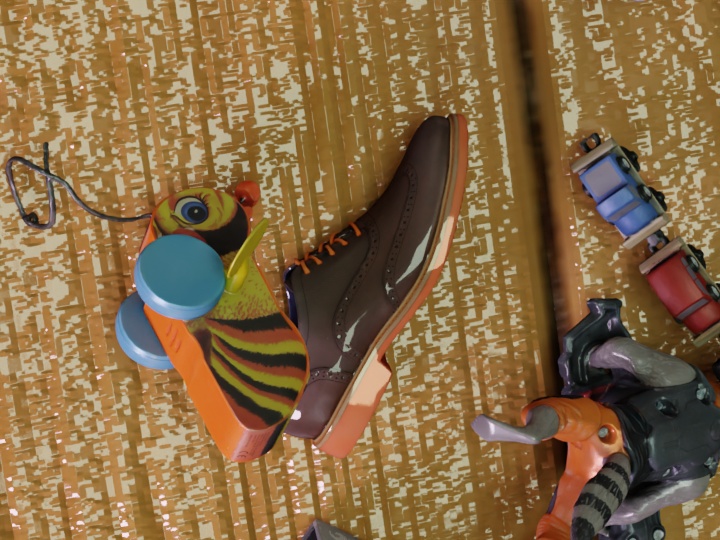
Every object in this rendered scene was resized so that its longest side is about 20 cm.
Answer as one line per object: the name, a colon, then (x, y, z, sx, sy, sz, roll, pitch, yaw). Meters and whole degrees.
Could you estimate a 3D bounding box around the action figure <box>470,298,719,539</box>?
action figure: (0.150, 0.125, 1.169, 0.193, 0.104, 0.200, -25, 108, -38)

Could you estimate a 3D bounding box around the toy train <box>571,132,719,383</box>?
toy train: (0.181, 0.009, 1.178, 0.034, 0.046, 0.200, -36, 86, 27)

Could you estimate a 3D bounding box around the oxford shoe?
oxford shoe: (0.000, 0.000, 1.148, 0.072, 0.071, 0.200, 23, 91, -9)

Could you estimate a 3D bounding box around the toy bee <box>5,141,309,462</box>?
toy bee: (-0.080, -0.003, 1.111, 0.109, 0.131, 0.200, -30, 91, -33)

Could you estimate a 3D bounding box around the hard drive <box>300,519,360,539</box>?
hard drive: (0.022, 0.247, 1.193, 0.200, 0.042, 0.135, 36, 87, -14)
